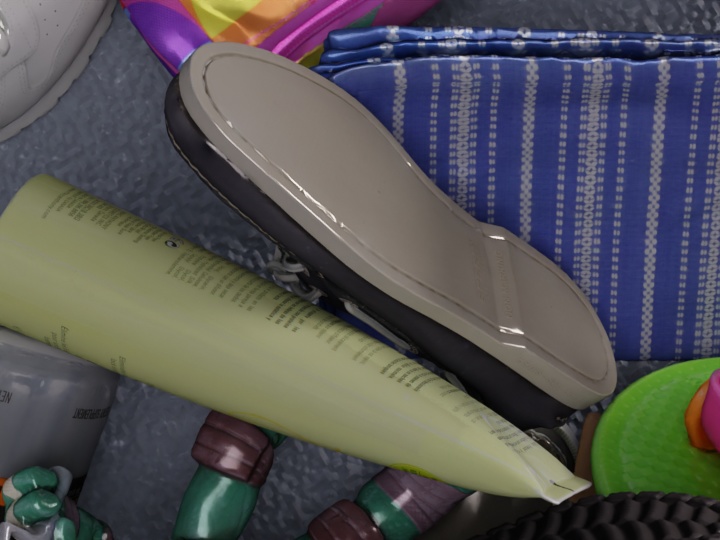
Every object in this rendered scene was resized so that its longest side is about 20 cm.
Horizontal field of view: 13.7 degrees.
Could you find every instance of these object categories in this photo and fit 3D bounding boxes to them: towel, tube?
[{"bbox_3d":[0.083,-0.019,1.004,0.200,0.024,0.145,1,132,2],"label":"towel"},{"bbox_3d":[-0.024,0.031,0.941,0.200,0.058,0.052,23,136,10],"label":"tube"}]

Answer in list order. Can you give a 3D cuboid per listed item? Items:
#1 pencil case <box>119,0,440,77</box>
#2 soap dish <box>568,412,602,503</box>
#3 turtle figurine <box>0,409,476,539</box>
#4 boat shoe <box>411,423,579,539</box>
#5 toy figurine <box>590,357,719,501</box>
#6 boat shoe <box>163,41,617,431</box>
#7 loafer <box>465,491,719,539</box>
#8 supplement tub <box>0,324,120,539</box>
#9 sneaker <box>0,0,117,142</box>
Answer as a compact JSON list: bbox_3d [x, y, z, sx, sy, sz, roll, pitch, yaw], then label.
[{"bbox_3d":[0.011,-0.122,1.007,0.200,0.088,0.088,-39,92,6],"label":"pencil case"},{"bbox_3d":[0.132,0.150,0.980,0.157,0.200,0.081,15,137,0],"label":"soap dish"},{"bbox_3d":[-0.058,0.113,0.981,0.150,0.101,0.200,42,74,-7],"label":"turtle figurine"},{"bbox_3d":[0.016,0.138,1.041,0.072,0.060,0.202,32,96,-1],"label":"boat shoe"},{"bbox_3d":[0.189,0.005,0.943,0.200,0.150,0.184,-3,128,-25],"label":"toy figurine"},{"bbox_3d":[0.000,0.000,0.965,0.063,0.073,0.200,-32,131,28],"label":"boat shoe"},{"bbox_3d":[0.036,0.122,0.908,0.200,0.073,0.071,-17,99,10],"label":"loafer"},{"bbox_3d":[-0.168,0.100,1.017,0.122,0.123,0.200,20,96,1],"label":"supplement tub"},{"bbox_3d":[-0.159,-0.064,1.023,0.200,0.081,0.076,-41,90,4],"label":"sneaker"}]
